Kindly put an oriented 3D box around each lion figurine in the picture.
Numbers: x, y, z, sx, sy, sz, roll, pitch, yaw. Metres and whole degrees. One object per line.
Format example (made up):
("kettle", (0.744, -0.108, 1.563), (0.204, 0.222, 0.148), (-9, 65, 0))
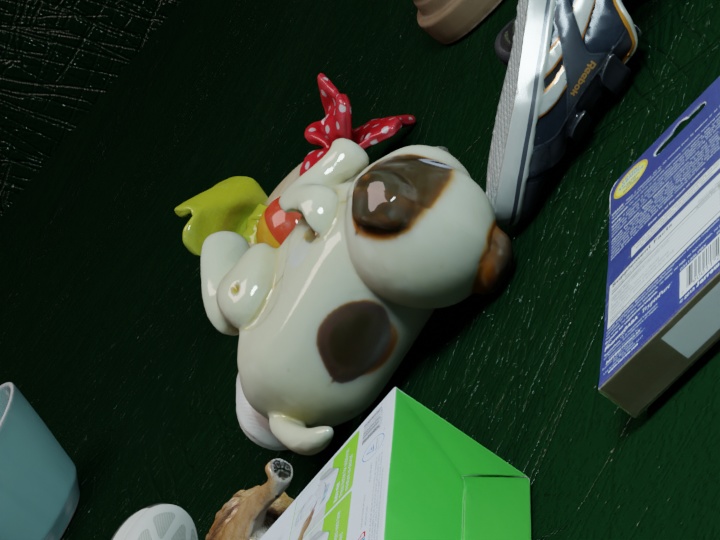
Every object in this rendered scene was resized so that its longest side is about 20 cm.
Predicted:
("lion figurine", (-0.058, 0.192, 1.559), (0.123, 0.072, 0.200), (-53, 16, 39))

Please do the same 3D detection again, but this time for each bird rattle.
("bird rattle", (-0.038, -0.044, 2.081), (0.200, 0.113, 0.163), (-34, 33, 24))

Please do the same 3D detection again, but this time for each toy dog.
("toy dog", (0.000, 0.000, 1.682), (0.200, 0.140, 0.194), (-42, 20, 36))

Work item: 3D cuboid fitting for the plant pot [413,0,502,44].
("plant pot", (0.090, -0.288, 2.159), (0.201, 0.093, 0.201), (-50, 15, 19))

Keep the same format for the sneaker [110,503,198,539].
("sneaker", (-0.111, 0.217, 1.711), (0.115, 0.076, 0.201), (-33, 32, 36))

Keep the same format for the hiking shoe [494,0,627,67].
("hiking shoe", (0.137, -0.206, 1.778), (0.200, 0.101, 0.076), (-40, 19, 46))

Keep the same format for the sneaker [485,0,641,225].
("sneaker", (0.130, -0.121, 1.679), (0.078, 0.079, 0.200), (-135, 56, -82))

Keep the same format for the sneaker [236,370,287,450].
("sneaker", (-0.052, 0.087, 1.821), (0.089, 0.075, 0.200), (-63, 4, 23))

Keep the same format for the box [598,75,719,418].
("box", (0.172, -0.024, 1.369), (0.121, 0.032, 0.200), (-47, 17, 28))

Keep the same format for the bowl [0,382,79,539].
("bowl", (-0.315, 0.207, 2.320), (0.201, 0.105, 0.201), (-51, 13, 17))

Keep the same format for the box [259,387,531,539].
("box", (-0.006, 0.186, 1.334), (0.177, 0.097, 0.200), (-50, 15, 22))
